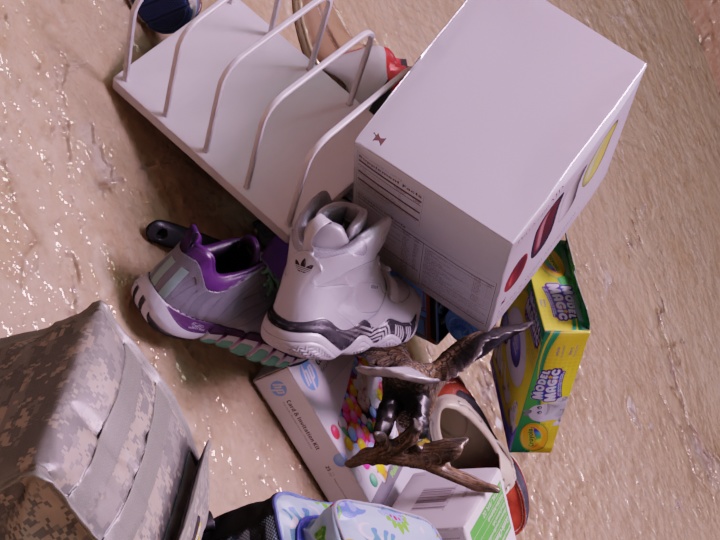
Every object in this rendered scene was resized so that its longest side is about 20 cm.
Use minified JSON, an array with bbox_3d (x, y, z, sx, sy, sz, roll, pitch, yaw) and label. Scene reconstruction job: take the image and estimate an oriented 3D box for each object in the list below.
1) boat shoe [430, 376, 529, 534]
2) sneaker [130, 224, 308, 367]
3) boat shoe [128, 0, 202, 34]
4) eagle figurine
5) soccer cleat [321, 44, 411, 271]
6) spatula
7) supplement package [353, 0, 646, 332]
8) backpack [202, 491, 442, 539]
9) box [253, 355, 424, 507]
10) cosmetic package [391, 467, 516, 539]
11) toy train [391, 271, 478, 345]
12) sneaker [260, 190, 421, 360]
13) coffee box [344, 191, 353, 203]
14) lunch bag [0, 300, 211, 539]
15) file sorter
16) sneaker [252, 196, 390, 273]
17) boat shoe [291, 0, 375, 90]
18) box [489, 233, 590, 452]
[{"bbox_3d":[0.109,0.181,1.573,0.200,0.071,0.063,63,1,-28],"label":"boat shoe"},{"bbox_3d":[-0.081,0.019,1.315,0.200,0.088,0.074,13,33,-51],"label":"sneaker"},{"bbox_3d":[-0.196,-0.303,1.447,0.072,0.072,0.200,-62,134,-65],"label":"boat shoe"},{"bbox_3d":[0.051,0.088,1.423,0.152,0.151,0.200,38,45,-21],"label":"eagle figurine"},{"bbox_3d":[0.005,-0.097,1.474,0.069,0.085,0.200,-110,-163,-74],"label":"soccer cleat"},{"bbox_3d":[-0.103,-0.014,1.393,0.021,0.057,0.200,41,14,37],"label":"spatula"},{"bbox_3d":[0.105,-0.091,1.344,0.147,0.191,0.200,34,-17,11],"label":"supplement package"},{"bbox_3d":[-0.016,0.265,1.201,0.183,0.147,0.200,24,51,-52],"label":"backpack"},{"bbox_3d":[-0.005,0.136,1.459,0.200,0.041,0.156,59,26,-13],"label":"box"},{"bbox_3d":[0.086,0.278,1.401,0.108,0.085,0.200,-49,128,-59],"label":"cosmetic package"},{"bbox_3d":[0.084,-0.012,1.586,0.087,0.114,0.200,-47,148,-36],"label":"toy train"},{"bbox_3d":[0.000,0.000,1.323,0.200,0.075,0.115,-13,122,-60],"label":"sneaker"},{"bbox_3d":[-0.078,-0.133,1.501,0.200,0.080,0.113,32,41,-51],"label":"coffee box"},{"bbox_3d":[-0.164,0.152,1.051,0.200,0.118,0.164,58,25,-29],"label":"lunch bag"},{"bbox_3d":[-0.075,-0.155,1.329,0.200,0.125,0.139,41,60,13],"label":"file sorter"},{"bbox_3d":[-0.023,-0.013,1.513,0.200,0.078,0.086,12,61,-60],"label":"sneaker"},{"bbox_3d":[0.004,-0.176,1.530,0.200,0.064,0.071,63,24,-6],"label":"boat shoe"},{"bbox_3d":[0.165,0.062,1.534,0.200,0.048,0.117,102,-15,-44],"label":"box"}]
